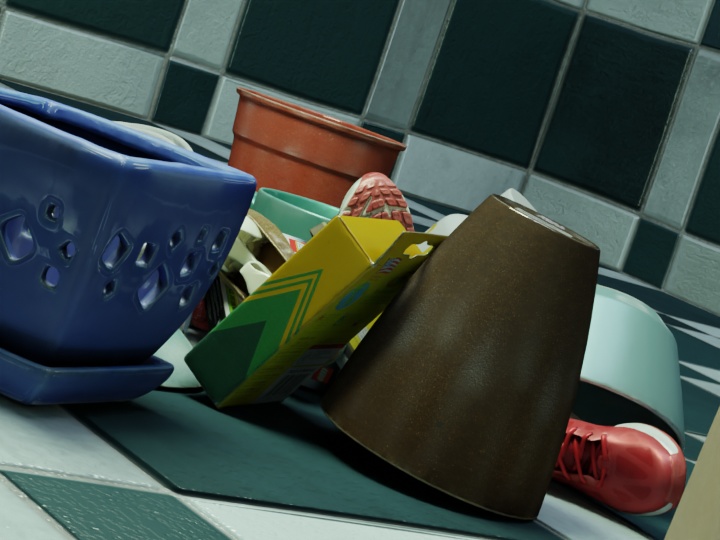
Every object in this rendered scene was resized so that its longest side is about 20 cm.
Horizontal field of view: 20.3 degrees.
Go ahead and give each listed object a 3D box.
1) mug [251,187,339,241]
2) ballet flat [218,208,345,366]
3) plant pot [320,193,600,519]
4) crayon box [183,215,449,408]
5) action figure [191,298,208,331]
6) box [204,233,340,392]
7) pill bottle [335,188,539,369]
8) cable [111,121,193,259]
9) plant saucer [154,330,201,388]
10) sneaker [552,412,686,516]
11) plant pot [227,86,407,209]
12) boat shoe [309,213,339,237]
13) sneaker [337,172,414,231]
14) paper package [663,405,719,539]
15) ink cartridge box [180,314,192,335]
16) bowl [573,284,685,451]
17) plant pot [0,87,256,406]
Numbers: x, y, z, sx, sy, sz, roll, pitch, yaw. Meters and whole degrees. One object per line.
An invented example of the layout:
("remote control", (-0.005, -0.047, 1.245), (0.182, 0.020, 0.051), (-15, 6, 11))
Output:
("mug", (-0.058, -0.010, 2.076), (0.151, 0.116, 0.185), (15, 7, -29))
("ballet flat", (-0.086, 0.002, 1.677), (0.200, 0.068, 0.072), (51, 8, 32))
("plant pot", (0.095, 0.052, 1.511), (0.186, 0.201, 0.187), (26, 7, -3))
("crayon box", (-0.027, 0.021, 1.529), (0.051, 0.200, 0.127), (53, 16, 15))
("action figure", (-0.104, 0.038, 1.852), (0.065, 0.052, 0.200), (26, 11, 22))
("box", (-0.083, 0.024, 1.767), (0.109, 0.035, 0.201), (18, 27, -20))
("pill bottle", (0.073, 0.024, 1.690), (0.112, 0.199, 0.112), (48, 15, -17))
("cable", (-0.227, -0.060, 1.638), (0.198, 0.070, 0.200), (16, 28, 24))
("plant saucer", (-0.207, 0.039, 1.561), (0.199, 0.039, 0.201), (19, 6, -2))
("sneaker", (0.160, 0.153, 1.614), (0.115, 0.079, 0.199), (4, 2, -36))
("plant pot", (-0.074, -0.077, 2.217), (0.199, 0.197, 0.201), (19, 5, -2))
("boat shoe", (0.017, 0.018, 1.889), (0.072, 0.068, 0.201), (58, -5, 38))
("sneaker", (0.000, 0.000, 1.776), (0.077, 0.202, 0.082), (-2, 35, -13))
("paper package", (0.273, 0.158, 1.287), (0.103, 0.192, 0.200), (23, 7, -1))
("ink cartridge box", (-0.219, -0.012, 1.803), (0.135, 0.077, 0.200), (18, 5, -13))
("bowl", (0.196, 0.081, 1.743), (0.199, 0.106, 0.201), (17, -20, 6))
("plant pot", (-0.215, -0.016, 1.367), (0.199, 0.181, 0.200), (22, 7, 23))
